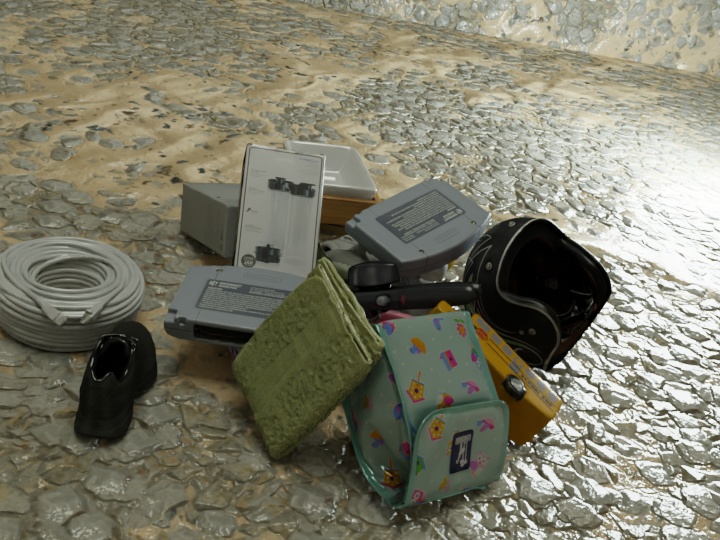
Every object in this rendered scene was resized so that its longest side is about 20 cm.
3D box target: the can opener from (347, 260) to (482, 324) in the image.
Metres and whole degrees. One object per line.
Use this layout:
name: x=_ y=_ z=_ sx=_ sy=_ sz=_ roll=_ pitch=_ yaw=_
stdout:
can opener: x=0.063 y=0.032 z=1.245 sx=0.197 sy=0.080 sz=0.063 roll=2 pitch=19 yaw=32

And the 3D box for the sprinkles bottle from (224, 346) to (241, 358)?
sprinkles bottle: x=-0.131 y=0.096 z=1.200 sx=0.067 sy=0.069 sz=0.200 roll=-10 pitch=35 yaw=-38

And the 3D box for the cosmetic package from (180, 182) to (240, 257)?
cosmetic package: x=-0.193 y=-0.080 z=1.444 sx=0.111 sy=0.083 sz=0.199 roll=-2 pitch=16 yaw=-31

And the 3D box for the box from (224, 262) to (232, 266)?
box: x=-0.111 y=0.042 z=1.348 sx=0.198 sy=0.037 sz=0.144 roll=29 pitch=31 yaw=25

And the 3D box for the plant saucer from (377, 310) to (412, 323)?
plant saucer: x=0.037 y=0.122 z=1.246 sx=0.197 sy=0.052 sz=0.201 roll=9 pitch=27 yaw=-5

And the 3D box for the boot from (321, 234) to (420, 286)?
boot: x=0.012 y=0.006 z=1.451 sx=0.094 sy=0.075 sz=0.200 roll=-16 pitch=34 yaw=-22

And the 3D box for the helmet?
helmet: x=0.237 y=0.027 z=1.343 sx=0.190 sy=0.202 sz=0.199 roll=41 pitch=36 yaw=19

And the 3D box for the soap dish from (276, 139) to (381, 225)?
soap dish: x=-0.061 y=-0.150 z=1.634 sx=0.155 sy=0.082 sz=0.201 roll=4 pitch=28 yaw=-17

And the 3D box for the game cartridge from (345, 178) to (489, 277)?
game cartridge: x=0.090 y=-0.062 z=1.371 sx=0.199 sy=0.042 sz=0.133 roll=-27 pitch=59 yaw=-37

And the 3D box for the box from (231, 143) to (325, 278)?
box: x=-0.115 y=-0.065 z=1.309 sx=0.115 sy=0.204 sz=0.060 roll=6 pitch=-15 yaw=-10

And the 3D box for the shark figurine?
shark figurine: x=0.013 y=-0.002 z=1.365 sx=0.212 sy=0.129 sz=0.090 roll=25 pitch=57 yaw=29

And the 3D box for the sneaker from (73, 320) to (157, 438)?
sneaker: x=-0.277 y=0.106 z=1.095 sx=0.075 sy=0.092 sz=0.201 roll=7 pitch=26 yaw=-6

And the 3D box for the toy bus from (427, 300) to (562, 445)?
toy bus: x=0.159 y=0.124 z=1.192 sx=0.200 sy=0.065 sz=0.078 roll=46 pitch=33 yaw=7

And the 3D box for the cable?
cable: x=-0.380 y=0.026 z=1.227 sx=0.198 sy=0.070 sz=0.199 roll=24 pitch=28 yaw=22

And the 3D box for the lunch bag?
lunch bag: x=0.075 y=0.159 z=1.070 sx=0.169 sy=0.121 sz=0.203 roll=-3 pitch=67 yaw=-43

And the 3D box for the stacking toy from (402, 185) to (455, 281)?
stacking toy: x=0.109 y=-0.039 z=1.456 sx=0.144 sy=0.148 sz=0.200 roll=10 pitch=21 yaw=-4

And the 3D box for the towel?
towel: x=-0.063 y=0.101 z=1.058 sx=0.036 sy=0.200 sz=0.149 roll=11 pitch=39 yaw=-47

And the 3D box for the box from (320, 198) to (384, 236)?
box: x=-0.005 y=-0.098 z=1.674 sx=0.197 sy=0.022 sz=0.164 roll=13 pitch=27 yaw=0

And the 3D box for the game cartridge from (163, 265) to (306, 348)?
game cartridge: x=-0.132 y=0.047 z=1.180 sx=0.196 sy=0.042 sz=0.134 roll=9 pitch=29 yaw=4
